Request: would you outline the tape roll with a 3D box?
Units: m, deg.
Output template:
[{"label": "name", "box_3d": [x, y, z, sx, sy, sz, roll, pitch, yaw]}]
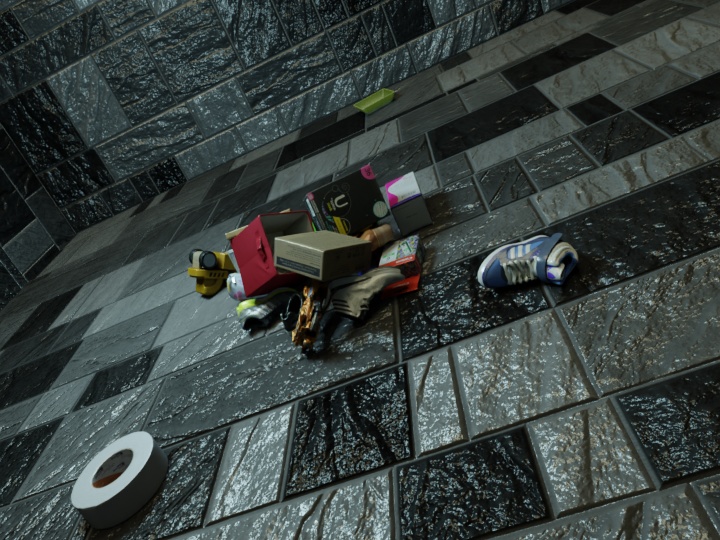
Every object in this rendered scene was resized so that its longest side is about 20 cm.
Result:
[{"label": "tape roll", "box_3d": [-0.520, 0.450, 1.304, 0.196, 0.067, 0.202, -22, 26, 11]}]

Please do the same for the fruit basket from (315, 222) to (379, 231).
[{"label": "fruit basket", "box_3d": [-0.041, -0.127, 1.842, 0.213, 0.212, 0.160, 14, 85, 54]}]

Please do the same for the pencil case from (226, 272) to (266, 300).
[{"label": "pencil case", "box_3d": [-0.316, 0.036, 1.829, 0.196, 0.092, 0.084, -8, 31, 32]}]

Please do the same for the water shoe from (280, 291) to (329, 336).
[{"label": "water shoe", "box_3d": [-0.142, 0.085, 1.587, 0.070, 0.080, 0.201, -10, 31, 30]}]

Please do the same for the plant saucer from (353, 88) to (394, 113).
[{"label": "plant saucer", "box_3d": [0.077, -0.886, 3.175, 0.196, 0.049, 0.200, -30, 26, -4]}]

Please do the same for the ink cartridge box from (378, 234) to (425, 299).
[{"label": "ink cartridge box", "box_3d": [0.103, -0.012, 1.559, 0.106, 0.051, 0.202, -17, 27, 21]}]

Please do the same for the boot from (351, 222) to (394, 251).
[{"label": "boot", "box_3d": [-0.002, -0.076, 1.681, 0.152, 0.075, 0.200, -25, 0, -13]}]

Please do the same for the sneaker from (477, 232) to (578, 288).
[{"label": "sneaker", "box_3d": [0.360, -0.006, 1.268, 0.196, 0.082, 0.147, -24, 21, -7]}]

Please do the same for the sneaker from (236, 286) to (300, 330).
[{"label": "sneaker", "box_3d": [-0.250, 0.113, 1.670, 0.195, 0.075, 0.082, -22, 47, 7]}]

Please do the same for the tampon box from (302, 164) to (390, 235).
[{"label": "tampon box", "box_3d": [-0.041, -0.178, 1.674, 0.196, 0.153, 0.126, -27, 6, -9]}]

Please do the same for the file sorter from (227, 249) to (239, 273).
[{"label": "file sorter", "box_3d": [-0.292, -0.052, 1.915, 0.195, 0.141, 0.125, -15, 25, 23]}]

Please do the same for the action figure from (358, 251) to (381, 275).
[{"label": "action figure", "box_3d": [0.000, 0.000, 1.592, 0.064, 0.100, 0.202, -15, 31, 24]}]

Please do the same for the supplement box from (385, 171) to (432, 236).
[{"label": "supplement box", "box_3d": [0.143, -0.204, 1.813, 0.099, 0.105, 0.202, -23, 27, 10]}]

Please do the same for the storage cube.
[{"label": "storage cube", "box_3d": [-0.230, -0.044, 1.672, 0.197, 0.175, 0.178, -10, -14, -45]}]

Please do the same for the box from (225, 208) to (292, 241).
[{"label": "box", "box_3d": [-0.283, -0.122, 1.755, 0.195, 0.022, 0.164, -22, -4, -1]}]

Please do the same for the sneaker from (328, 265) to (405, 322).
[{"label": "sneaker", "box_3d": [0.024, 0.066, 1.474, 0.195, 0.076, 0.118, -14, 69, 8]}]

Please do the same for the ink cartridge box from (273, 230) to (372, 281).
[{"label": "ink cartridge box", "box_3d": [-0.090, -0.041, 1.480, 0.162, 0.077, 0.198, 14, 17, 35]}]

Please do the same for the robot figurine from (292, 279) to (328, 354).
[{"label": "robot figurine", "box_3d": [-0.121, 0.101, 1.462, 0.057, 0.147, 0.203, 17, 44, -8]}]

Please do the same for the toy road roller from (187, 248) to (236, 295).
[{"label": "toy road roller", "box_3d": [-0.492, 0.007, 2.054, 0.196, 0.151, 0.121, 2, 5, -39]}]
